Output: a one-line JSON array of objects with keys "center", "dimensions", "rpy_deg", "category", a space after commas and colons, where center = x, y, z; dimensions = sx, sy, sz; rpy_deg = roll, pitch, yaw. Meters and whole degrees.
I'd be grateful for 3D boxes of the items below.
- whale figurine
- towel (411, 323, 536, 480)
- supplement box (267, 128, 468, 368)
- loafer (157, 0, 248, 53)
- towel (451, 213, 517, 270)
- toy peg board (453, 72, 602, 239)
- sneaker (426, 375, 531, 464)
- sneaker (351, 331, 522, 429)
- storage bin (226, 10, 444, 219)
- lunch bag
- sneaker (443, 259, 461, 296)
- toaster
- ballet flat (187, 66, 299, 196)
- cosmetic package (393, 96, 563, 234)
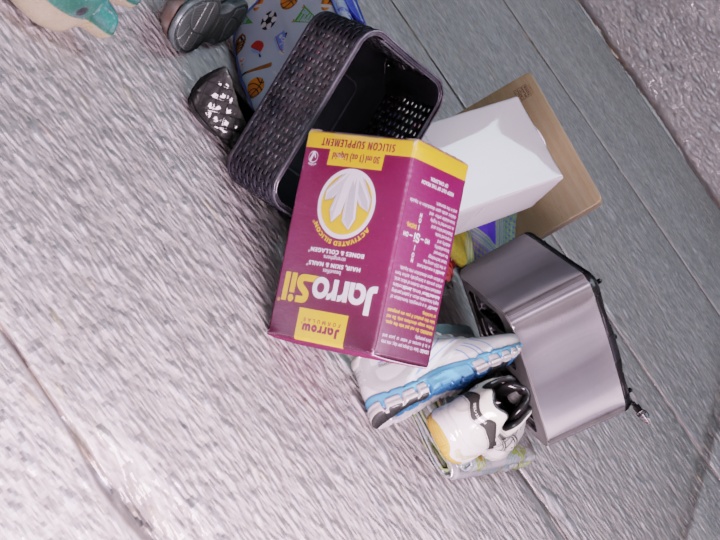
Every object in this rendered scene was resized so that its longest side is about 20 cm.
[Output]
[{"center": [-0.261, -0.295, 1.372], "dimensions": [0.160, 0.103, 0.200], "rpy_deg": [58, 23, 8], "category": "whale figurine"}, {"center": [0.107, 0.140, 1.592], "dimensions": [0.199, 0.048, 0.173], "rpy_deg": [5, 57, -62], "category": "towel"}, {"center": [0.007, -0.021, 1.382], "dimensions": [0.103, 0.130, 0.203], "rpy_deg": [17, 82, -55], "category": "supplement box"}, {"center": [-0.182, -0.278, 1.574], "dimensions": [0.063, 0.072, 0.200], "rpy_deg": [36, 15, 6], "category": "loafer"}, {"center": [0.137, -0.054, 1.726], "dimensions": [0.200, 0.023, 0.145], "rpy_deg": [42, 42, -45], "category": "towel"}, {"center": [0.189, -0.114, 1.924], "dimensions": [0.201, 0.198, 0.098], "rpy_deg": [63, 9, 18], "category": "toy peg board"}, {"center": [0.144, 0.146, 1.491], "dimensions": [0.076, 0.087, 0.200], "rpy_deg": [59, 22, 9], "category": "sneaker"}, {"center": [0.077, 0.085, 1.482], "dimensions": [0.198, 0.075, 0.087], "rpy_deg": [-17, 67, -34], "category": "sneaker"}, {"center": [-0.025, -0.142, 1.490], "dimensions": [0.135, 0.201, 0.093], "rpy_deg": [33, -1, -42], "category": "storage bin"}, {"center": [-0.056, -0.239, 1.621], "dimensions": [0.075, 0.160, 0.201], "rpy_deg": [30, 29, -46], "category": "lunch bag"}, {"center": [0.075, -0.028, 1.718], "dimensions": [0.098, 0.070, 0.200], "rpy_deg": [55, 24, -7], "category": "sneaker"}, {"center": [0.209, 0.079, 1.635], "dimensions": [0.182, 0.118, 0.200], "rpy_deg": [69, -11, -24], "category": "toaster"}, {"center": [-0.098, -0.135, 1.538], "dimensions": [0.200, 0.057, 0.067], "rpy_deg": [39, 29, -34], "category": "ballet flat"}, {"center": [0.111, -0.107, 1.619], "dimensions": [0.198, 0.081, 0.114], "rpy_deg": [-17, 73, -33], "category": "cosmetic package"}]
